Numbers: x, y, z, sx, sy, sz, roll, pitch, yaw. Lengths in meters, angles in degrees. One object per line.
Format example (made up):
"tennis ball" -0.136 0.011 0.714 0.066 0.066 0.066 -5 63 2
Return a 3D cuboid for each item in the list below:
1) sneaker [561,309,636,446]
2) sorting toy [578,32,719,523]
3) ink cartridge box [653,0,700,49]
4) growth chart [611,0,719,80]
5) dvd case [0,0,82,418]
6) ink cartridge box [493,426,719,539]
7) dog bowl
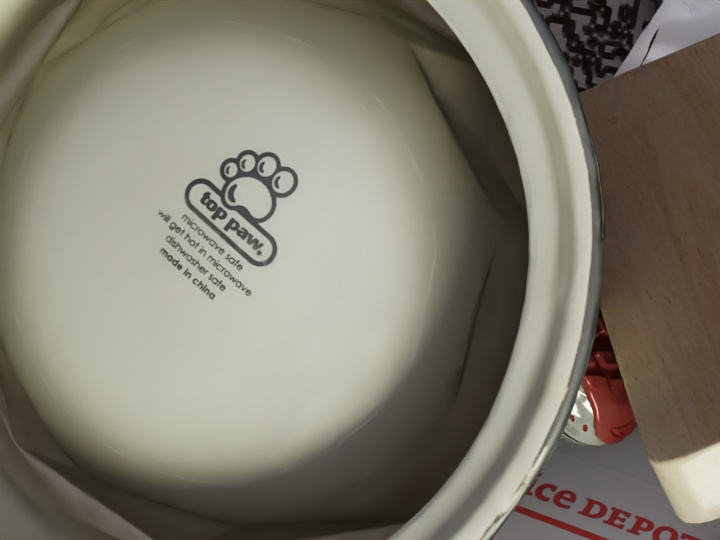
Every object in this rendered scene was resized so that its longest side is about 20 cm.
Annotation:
"sneaker" 0.000 0.000 0.790 0.200 0.078 0.083 31 105 37
"sorting toy" 0.159 -0.011 0.696 0.198 0.200 0.070 -23 115 7
"ink cartridge box" 0.170 -0.066 0.815 0.159 0.047 0.201 -13 83 3
"growth chart" 0.116 -0.012 0.803 0.144 0.018 0.200 37 103 -2
"dvd case" -0.069 -0.019 0.739 0.199 0.016 0.149 33 100 13
"ink cartridge box" 0.043 0.114 0.754 0.116 0.068 0.200 19 59 30
"dog bowl" -0.034 -0.005 0.684 0.199 0.074 0.201 0 90 16
